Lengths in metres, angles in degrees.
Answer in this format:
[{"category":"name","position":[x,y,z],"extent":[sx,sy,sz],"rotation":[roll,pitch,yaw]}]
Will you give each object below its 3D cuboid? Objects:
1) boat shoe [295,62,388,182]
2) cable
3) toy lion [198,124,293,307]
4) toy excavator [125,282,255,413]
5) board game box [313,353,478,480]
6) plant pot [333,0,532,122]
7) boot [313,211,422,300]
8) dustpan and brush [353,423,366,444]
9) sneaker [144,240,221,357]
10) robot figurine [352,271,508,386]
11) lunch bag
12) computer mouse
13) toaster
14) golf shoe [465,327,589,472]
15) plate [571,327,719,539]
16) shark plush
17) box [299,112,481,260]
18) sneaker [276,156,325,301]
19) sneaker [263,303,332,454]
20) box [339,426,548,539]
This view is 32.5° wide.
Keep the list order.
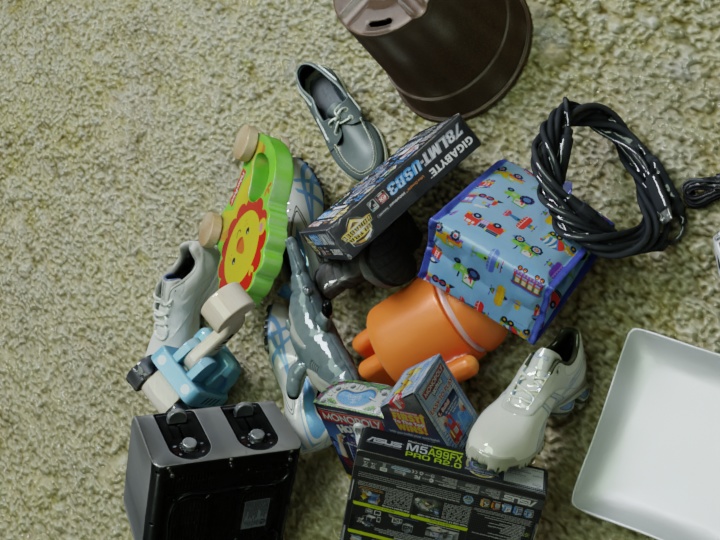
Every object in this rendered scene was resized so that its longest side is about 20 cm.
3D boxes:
[{"category":"boat shoe","position":[-0.030,-0.193,1.595],"extent":[0.073,0.062,0.201],"rotation":[-38,58,16]},{"category":"cable","position":[0.255,-0.099,1.333],"extent":[0.202,0.161,0.051],"rotation":[65,154,19]},{"category":"toy lion","position":[-0.132,-0.059,1.543],"extent":[0.202,0.068,0.192],"rotation":[-66,29,16]},{"category":"toy excavator","position":[-0.191,0.103,1.526],"extent":[0.200,0.194,0.100],"rotation":[-44,73,4]},{"category":"board game box","position":[0.056,0.173,1.333],"extent":[0.198,0.201,0.062],"rotation":[8,44,35]},{"category":"plant pot","position":[0.077,-0.308,1.483],"extent":[0.198,0.198,0.203],"rotation":[-11,69,30]},{"category":"boot","position":[0.000,0.000,1.455],"extent":[0.131,0.200,0.070],"rotation":[-31,96,19]},{"category":"dustpan and brush","position":[0.032,0.248,1.348],"extent":[0.138,0.201,0.058],"rotation":[-7,42,31]},{"category":"sneaker","position":[-0.247,0.048,1.639],"extent":[0.074,0.087,0.202],"rotation":[20,86,34]},{"category":"robot figurine","position":[0.086,0.061,1.402],"extent":[0.199,0.144,0.117],"rotation":[-33,97,20]},{"category":"lunch bag","position":[0.180,-0.043,1.340],"extent":[0.150,0.095,0.200],"rotation":[31,50,18]},{"category":"computer mouse","position":[0.400,-0.016,1.274],"extent":[0.108,0.044,0.203],"rotation":[-15,61,23]},{"category":"toaster","position":[-0.174,0.254,1.435],"extent":[0.119,0.179,0.202],"rotation":[-125,38,-49]},{"category":"golf shoe","position":[0.171,0.127,1.275],"extent":[0.078,0.200,0.098],"rotation":[19,125,29]},{"category":"plate","position":[0.335,0.180,1.253],"extent":[0.198,0.032,0.202],"rotation":[17,83,36]},{"category":"shark plush","position":[-0.041,0.058,1.435],"extent":[0.083,0.090,0.203],"rotation":[143,123,-63]},{"category":"box","position":[0.030,-0.091,1.422],"extent":[0.198,0.200,0.050],"rotation":[-42,97,-9]},{"category":"sneaker","position":[-0.085,-0.057,1.572],"extent":[0.072,0.072,0.203],"rotation":[-38,54,50]},{"category":"sneaker","position":[-0.071,0.127,1.508],"extent":[0.072,0.072,0.202],"rotation":[-19,60,0]},{"category":"box","position":[0.081,0.259,1.279],"extent":[0.197,0.044,0.162],"rotation":[12,119,5]}]
